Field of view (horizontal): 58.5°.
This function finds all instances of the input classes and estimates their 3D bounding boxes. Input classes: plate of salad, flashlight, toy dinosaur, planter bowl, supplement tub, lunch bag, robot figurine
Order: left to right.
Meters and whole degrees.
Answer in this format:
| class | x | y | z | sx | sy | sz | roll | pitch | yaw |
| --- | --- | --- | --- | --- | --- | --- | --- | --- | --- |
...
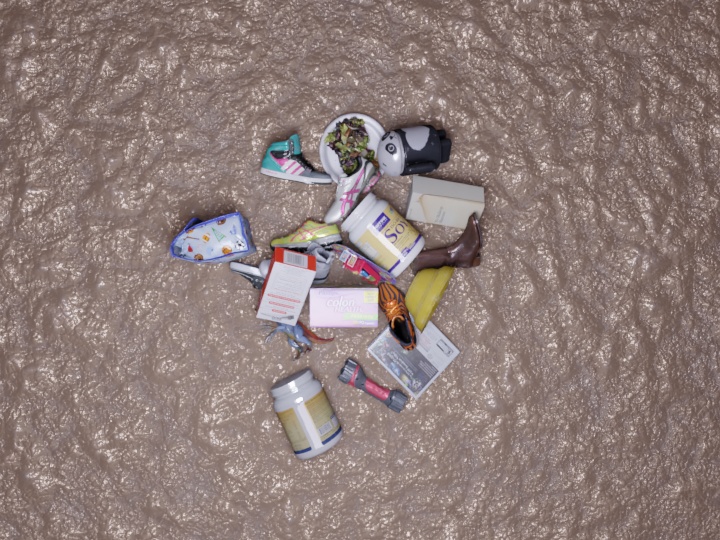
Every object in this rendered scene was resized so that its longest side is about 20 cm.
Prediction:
| class | x | y | z | sx | sy | sz | roll | pitch | yaw |
| --- | --- | --- | --- | --- | --- | --- | --- | --- | --- |
| lunch bag | -0.386 | -0.076 | 1.675 | 0.196 | 0.170 | 0.126 | -17 | 89 | -2 |
| toy dinosaur | -0.202 | 0.154 | 1.756 | 0.198 | 0.105 | 0.184 | -21 | 81 | -37 |
| supplement tub | -0.146 | 0.379 | 1.710 | 0.142 | 0.144 | 0.203 | -25 | 92 | -2 |
| plate of salad | -0.015 | -0.327 | 1.750 | 0.195 | 0.048 | 0.205 | 0 | 92 | -2 |
| flashlight | 0.036 | 0.315 | 1.757 | 0.197 | 0.068 | 0.069 | 29 | 95 | -2 |
| supplement tub | 0.059 | -0.094 | 1.710 | 0.200 | 0.145 | 0.146 | 43 | 89 | -3 |
| robot figurine | 0.141 | -0.321 | 1.710 | 0.196 | 0.150 | 0.128 | -10 | 99 | -11 |
| planter bowl | 0.171 | 0.059 | 1.700 | 0.082 | 0.200 | 0.203 | 28 | 90 | 10 |

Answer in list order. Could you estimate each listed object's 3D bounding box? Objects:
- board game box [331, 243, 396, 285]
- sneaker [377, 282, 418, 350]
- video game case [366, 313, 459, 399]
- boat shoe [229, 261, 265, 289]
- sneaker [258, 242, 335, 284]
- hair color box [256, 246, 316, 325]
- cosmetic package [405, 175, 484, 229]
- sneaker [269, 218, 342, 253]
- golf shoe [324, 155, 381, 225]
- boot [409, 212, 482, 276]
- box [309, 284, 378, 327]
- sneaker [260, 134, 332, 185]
| class | x | y | z | sx | sy | sz | roll | pitch | yaw |
| --- | --- | --- | --- | --- | --- | --- | --- | --- | --- |
| board game box | 0.000 | 0.000 | 1.700 | 0.198 | 0.158 | 0.039 | 32 | 79 | -3 |
| sneaker | 0.097 | 0.113 | 1.713 | 0.077 | 0.112 | 0.202 | -29 | 72 | 4 |
| video game case | 0.146 | 0.221 | 1.784 | 0.200 | 0.023 | 0.182 | 45 | 88 | -4 |
| boat shoe | -0.262 | 0.027 | 1.736 | 0.196 | 0.069 | 0.058 | 18 | 91 | -5 |
| sneaker | -0.163 | -0.022 | 1.688 | 0.196 | 0.115 | 0.076 | 4 | 55 | -25 |
| hair color box | -0.192 | 0.043 | 1.649 | 0.109 | 0.065 | 0.202 | 13 | 128 | -15 |
| cosmetic package | 0.226 | -0.181 | 1.730 | 0.195 | 0.105 | 0.074 | 8 | 50 | -3 |
| sneaker | -0.149 | -0.092 | 1.741 | 0.195 | 0.078 | 0.092 | -9 | 72 | -4 |
| golf shoe | -0.037 | -0.210 | 1.704 | 0.092 | 0.073 | 0.201 | 41 | 86 | -18 |
| boot | 0.224 | -0.060 | 1.724 | 0.195 | 0.065 | 0.189 | -9 | 130 | -2 |
| box | -0.045 | 0.090 | 1.682 | 0.172 | 0.200 | 0.099 | 0 | 91 | -4 |
| sneaker | -0.165 | -0.302 | 1.729 | 0.195 | 0.084 | 0.123 | 11 | 100 | -2 |
